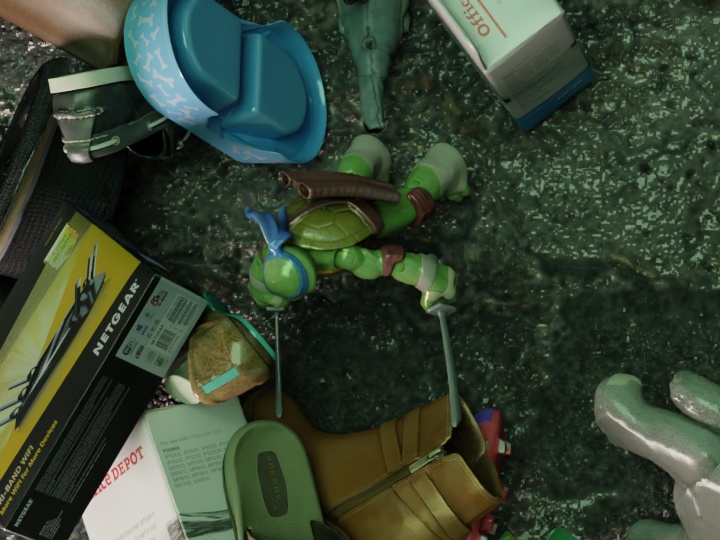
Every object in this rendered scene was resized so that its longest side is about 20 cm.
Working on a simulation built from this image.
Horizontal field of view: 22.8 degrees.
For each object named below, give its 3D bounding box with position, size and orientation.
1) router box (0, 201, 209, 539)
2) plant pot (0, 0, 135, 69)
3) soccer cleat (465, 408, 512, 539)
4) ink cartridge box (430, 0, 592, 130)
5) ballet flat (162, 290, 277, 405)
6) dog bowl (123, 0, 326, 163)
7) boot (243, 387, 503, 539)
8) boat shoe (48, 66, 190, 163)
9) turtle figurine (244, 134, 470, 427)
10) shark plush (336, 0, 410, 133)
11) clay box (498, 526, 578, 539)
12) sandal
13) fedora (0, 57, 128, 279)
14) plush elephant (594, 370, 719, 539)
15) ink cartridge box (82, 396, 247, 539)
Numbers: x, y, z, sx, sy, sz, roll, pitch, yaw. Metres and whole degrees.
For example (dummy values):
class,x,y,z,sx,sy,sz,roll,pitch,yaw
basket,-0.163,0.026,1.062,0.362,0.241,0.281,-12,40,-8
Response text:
class,x,y,z,sx,sy,sz,roll,pitch,yaw
router box,-0.207,0.069,1.241,0.157,0.052,0.200,32,92,52
plant pot,-0.216,-0.255,1.356,0.198,0.200,0.200,34,90,9
soccer cleat,0.055,0.191,1.260,0.076,0.067,0.200,13,87,13
ink cartridge box,0.092,-0.183,1.239,0.068,0.200,0.116,-37,74,6
ballet flat,-0.108,0.060,1.246,0.072,0.200,0.068,-39,104,-6
dog bowl,-0.098,-0.144,1.298,0.050,0.200,0.112,-13,65,30
boot,0.009,0.129,1.248,0.155,0.074,0.200,-44,60,23
boat shoe,-0.156,-0.114,1.309,0.072,0.200,0.068,-11,92,28
turtle figurine,0.000,0.000,1.268,0.144,0.194,0.200,-27,107,44
shark plush,-0.006,-0.203,1.337,0.091,0.083,0.200,6,82,15
clay box,0.098,0.268,1.213,0.115,0.048,0.200,40,91,-27
sandal,-0.042,0.190,1.176,0.080,0.057,0.201,-10,70,-31
fedora,-0.234,-0.057,1.351,0.092,0.201,0.201,22,85,-16
plush elephant,0.276,0.118,1.181,0.200,0.155,0.165,7,125,47
ink cartridge box,-0.116,0.206,1.256,0.147,0.083,0.200,-40,66,52
